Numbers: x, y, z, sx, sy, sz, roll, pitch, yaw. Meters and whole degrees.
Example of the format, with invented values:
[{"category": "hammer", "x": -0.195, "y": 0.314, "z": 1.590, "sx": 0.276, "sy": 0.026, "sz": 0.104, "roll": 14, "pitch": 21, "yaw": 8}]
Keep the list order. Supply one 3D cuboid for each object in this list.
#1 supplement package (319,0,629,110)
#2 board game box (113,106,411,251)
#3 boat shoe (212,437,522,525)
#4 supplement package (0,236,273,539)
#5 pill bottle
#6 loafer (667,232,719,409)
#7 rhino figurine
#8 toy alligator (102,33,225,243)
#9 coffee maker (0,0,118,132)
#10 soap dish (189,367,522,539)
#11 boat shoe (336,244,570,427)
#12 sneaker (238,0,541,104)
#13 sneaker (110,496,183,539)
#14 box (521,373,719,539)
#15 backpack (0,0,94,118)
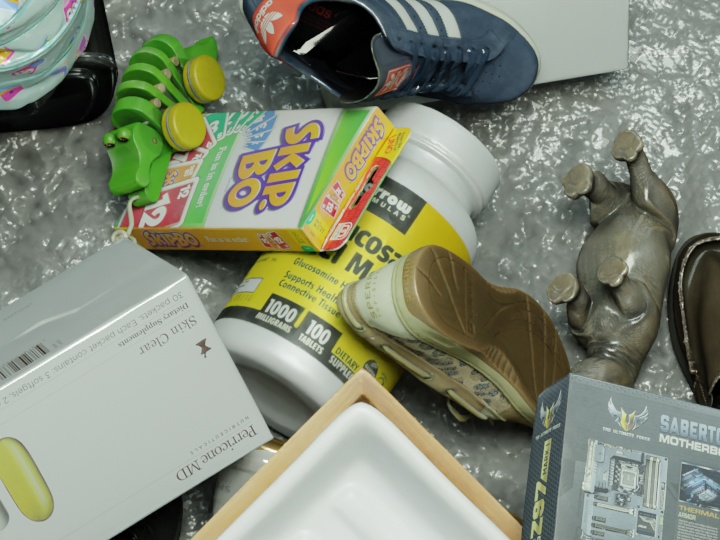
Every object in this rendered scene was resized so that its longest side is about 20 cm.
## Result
[{"category": "supplement package", "x": 0.063, "y": -0.190, "z": 1.687, "sx": 0.199, "sy": 0.117, "sz": 0.118, "roll": -9, "pitch": 42, "yaw": -6}, {"category": "board game box", "x": -0.061, "y": -0.055, "z": 1.619, "sx": 0.199, "sy": 0.030, "sz": 0.096, "roll": 3, "pitch": 54, "yaw": 45}, {"category": "boat shoe", "x": 0.008, "y": 0.153, "z": 1.580, "sx": 0.199, "sy": 0.071, "sz": 0.070, "roll": 16, "pitch": 92, "yaw": -3}, {"category": "supplement package", "x": -0.176, "y": 0.087, "z": 1.522, "sx": 0.199, "sy": 0.156, "sz": 0.111, "roll": -32, "pitch": 107, "yaw": -11}, {"category": "pill bottle", "x": 0.000, "y": 0.000, "z": 1.617, "sx": 0.112, "sy": 0.113, "sz": 0.200, "roll": 29, "pitch": 68, "yaw": 11}, {"category": "loafer", "x": 0.236, "y": 0.062, "z": 1.618, "sx": 0.073, "sy": 0.071, "sz": 0.201, "roll": -8, "pitch": 66, "yaw": -5}, {"category": "rhino figurine", "x": 0.155, "y": 0.022, "z": 1.630, "sx": 0.059, "sy": 0.087, "sz": 0.201, "roll": -2, "pitch": 63, "yaw": 29}, {"category": "toy alligator", "x": -0.137, "y": -0.087, "z": 1.661, "sx": 0.059, "sy": 0.054, "sz": 0.201, "roll": -16, "pitch": 40, "yaw": 38}, {"category": "coffee maker", "x": -0.208, "y": -0.201, "z": 1.680, "sx": 0.191, "sy": 0.135, "sz": 0.201, "roll": -14, "pitch": 74, "yaw": 10}, {"category": "soap dish", "x": -0.014, "y": 0.177, "z": 1.506, "sx": 0.157, "sy": 0.081, "sz": 0.200, "roll": 44, "pitch": 93, "yaw": -6}, {"category": "boat shoe", "x": 0.063, "y": 0.043, "z": 1.576, "sx": 0.062, "sy": 0.200, "sz": 0.074, "roll": -15, "pitch": 56, "yaw": 29}, {"category": "sneaker", "x": 0.022, "y": -0.127, "z": 1.592, "sx": 0.199, "sy": 0.075, "sz": 0.085, "roll": 12, "pitch": 33, "yaw": -22}, {"category": "sneaker", "x": -0.150, "y": 0.178, "z": 1.538, "sx": 0.060, "sy": 0.104, "sz": 0.201, "roll": 15, "pitch": 66, "yaw": 6}, {"category": "box", "x": 0.187, "y": 0.155, "z": 1.450, "sx": 0.199, "sy": 0.051, "sz": 0.159, "roll": 14, "pitch": 69, "yaw": -16}, {"category": "backpack", "x": -0.255, "y": -0.169, "z": 1.551, "sx": 0.199, "sy": 0.127, "sz": 0.168, "roll": 19, "pitch": 76, "yaw": 8}]
